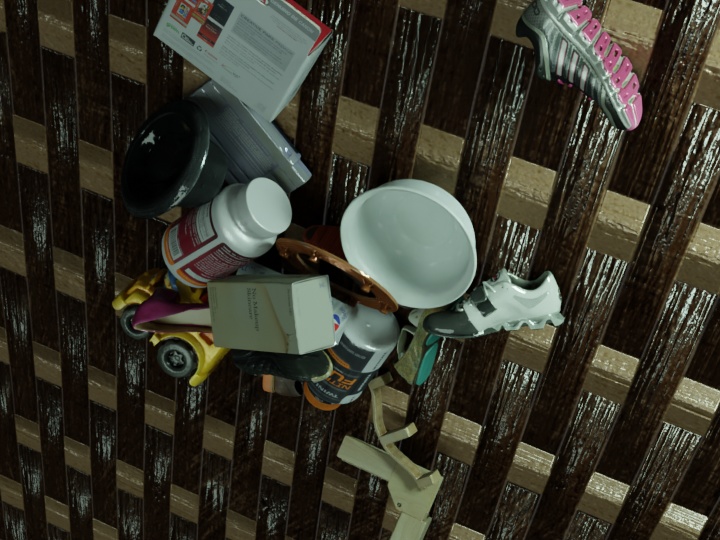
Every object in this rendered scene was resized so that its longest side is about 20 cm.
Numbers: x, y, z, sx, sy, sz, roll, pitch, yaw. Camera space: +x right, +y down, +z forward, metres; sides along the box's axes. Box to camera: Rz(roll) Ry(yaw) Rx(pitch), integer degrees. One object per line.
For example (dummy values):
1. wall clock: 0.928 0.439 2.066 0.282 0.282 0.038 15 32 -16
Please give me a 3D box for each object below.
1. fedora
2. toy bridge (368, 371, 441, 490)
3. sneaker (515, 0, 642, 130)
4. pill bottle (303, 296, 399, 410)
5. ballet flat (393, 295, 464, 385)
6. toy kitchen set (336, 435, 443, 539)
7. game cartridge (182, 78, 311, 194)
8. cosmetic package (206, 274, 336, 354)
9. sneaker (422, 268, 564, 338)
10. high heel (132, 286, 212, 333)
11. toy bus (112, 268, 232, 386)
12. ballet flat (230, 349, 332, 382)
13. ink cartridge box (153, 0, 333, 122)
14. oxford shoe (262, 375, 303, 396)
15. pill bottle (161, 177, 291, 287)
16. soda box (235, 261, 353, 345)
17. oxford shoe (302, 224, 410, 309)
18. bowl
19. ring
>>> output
1. fedora: -0.257 -0.146 1.621 0.200 0.202 0.091 -22 145 39
2. toy bridge: 0.061 0.266 1.830 0.067 0.027 0.201 -26 90 40
3. sneaker: 0.257 -0.244 1.343 0.087 0.074 0.200 -31 102 40
4. pill bottle: -0.023 0.139 1.767 0.106 0.106 0.200 33 134 1
5. ballet flat: 0.095 0.093 1.700 0.070 0.071 0.201 27 133 7
6. toy kitchen set: 0.028 0.412 1.924 0.179 0.201 0.163 23 174 11
7. game cartridge: -0.173 -0.188 1.646 0.129 0.038 0.200 -28 108 36
8. cosmetic package: -0.131 0.060 1.619 0.199 0.073 0.104 -1 98 48
9. sneaker: 0.182 0.041 1.587 0.198 0.074 0.089 -9 109 1
10. high heel: -0.245 0.081 1.723 0.199 0.096 0.068 19 126 5
11. toy bus: -0.272 0.055 1.831 0.200 0.136 0.192 44 120 -5
12. ballet flat: -0.118 0.139 1.754 0.199 0.067 0.057 7 152 38
13. ink cartridge box: -0.147 -0.329 1.486 0.199 0.084 0.176 37 134 -3
14. oxford shoe: -0.112 0.126 1.834 0.072 0.072 0.201 17 134 9
15. pill bottle: -0.195 -0.058 1.660 0.199 0.113 0.113 -27 109 41
16. soda box: -0.107 0.045 1.706 0.199 0.064 0.068 23 179 41
17. oxford shoe: 0.000 0.000 1.673 0.199 0.071 0.073 28 138 6
18. bowl: 0.079 -0.052 1.573 0.200 0.091 0.202 15 129 18
19. ring: -0.037 0.013 1.615 0.199 0.019 0.201 27 167 7
